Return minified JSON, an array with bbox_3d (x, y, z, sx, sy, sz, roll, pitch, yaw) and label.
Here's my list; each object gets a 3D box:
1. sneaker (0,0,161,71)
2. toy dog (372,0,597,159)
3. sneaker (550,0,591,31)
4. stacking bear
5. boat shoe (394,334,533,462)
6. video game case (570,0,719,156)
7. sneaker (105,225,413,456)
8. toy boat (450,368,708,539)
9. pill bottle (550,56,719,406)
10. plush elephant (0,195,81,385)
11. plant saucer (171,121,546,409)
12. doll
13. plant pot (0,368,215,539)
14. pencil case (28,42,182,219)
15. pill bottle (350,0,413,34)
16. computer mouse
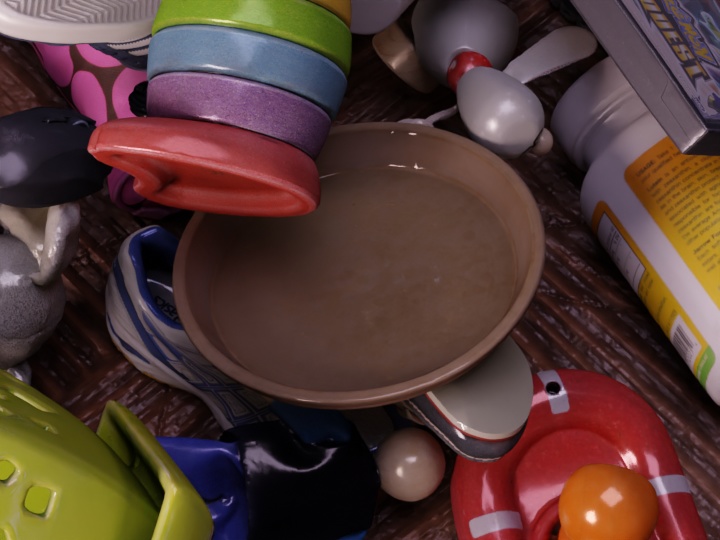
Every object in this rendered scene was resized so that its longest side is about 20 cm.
[{"bbox_3d":[-0.136,-0.141,1.369,0.200,0.085,0.075,-12,65,-43],"label":"sneaker"},{"bbox_3d":[0.079,-0.112,1.459,0.096,0.132,0.200,30,41,-27],"label":"toy dog"},{"bbox_3d":[0.183,-0.175,1.540,0.087,0.075,0.200,-33,73,-32],"label":"sneaker"},{"bbox_3d":[-0.056,-0.138,1.302,0.113,0.121,0.201,8,79,15],"label":"stacking bear"},{"bbox_3d":[0.035,0.047,1.355,0.071,0.063,0.200,4,30,-26],"label":"boat shoe"},{"bbox_3d":[0.178,-0.146,1.409,0.180,0.026,0.200,-1,52,-54],"label":"video game case"},{"bbox_3d":[-0.059,0.049,1.376,0.200,0.088,0.075,29,60,11],"label":"sneaker"},{"bbox_3d":[0.125,0.139,1.309,0.130,0.131,0.201,-12,61,-10],"label":"toy boat"},{"bbox_3d":[0.195,-0.029,1.422,0.111,0.111,0.200,-25,65,-17],"label":"pill bottle"},{"bbox_3d":[-0.229,0.003,1.349,0.199,0.165,0.155,-8,31,-34],"label":"plush elephant"},{"bbox_3d":[0.000,0.000,1.320,0.199,0.030,0.201,-6,46,6],"label":"plant saucer"},{"bbox_3d":[-0.053,0.112,1.334,0.199,0.137,0.048,-6,18,-1],"label":"doll"},{"bbox_3d":[-0.187,0.147,1.211,0.181,0.200,0.200,16,95,-19],"label":"plant pot"},{"bbox_3d":[-0.153,-0.121,1.472,0.091,0.094,0.200,6,44,-54],"label":"pencil case"},{"bbox_3d":[0.037,-0.228,1.428,0.112,0.112,0.200,29,56,13],"label":"pill bottle"},{"bbox_3d":[-0.133,-0.080,1.344,0.059,0.034,0.200,32,36,24],"label":"computer mouse"}]
